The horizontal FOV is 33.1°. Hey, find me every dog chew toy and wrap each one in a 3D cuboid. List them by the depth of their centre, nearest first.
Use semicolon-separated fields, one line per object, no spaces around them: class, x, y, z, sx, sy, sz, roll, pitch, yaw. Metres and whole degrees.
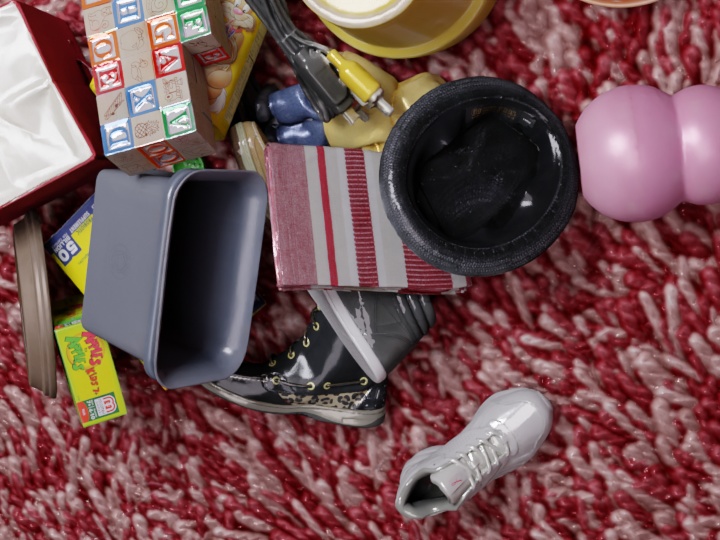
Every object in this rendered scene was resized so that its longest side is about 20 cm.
dog chew toy;0.297;-0.112;1.093;0.198;0.125;0.126;-7;102;11

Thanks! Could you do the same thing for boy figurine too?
boy figurine;-0.004;-0.163;1.194;0.198;0.065;0.125;-6;119;17

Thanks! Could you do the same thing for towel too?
towel;0.007;-0.048;1.156;0.023;0.198;0.146;139;129;-59

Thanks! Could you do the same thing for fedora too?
fedora;0.103;-0.080;1.140;0.198;0.092;0.203;3;77;-13

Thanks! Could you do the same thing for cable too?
cable;-0.050;-0.209;1.112;0.050;0.097;0.201;-42;103;-18

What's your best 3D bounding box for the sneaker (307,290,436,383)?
sneaker;0.000;0.000;1.185;0.099;0.071;0.201;-34;98;-13

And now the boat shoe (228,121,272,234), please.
boat shoe;-0.065;-0.076;1.213;0.075;0.072;0.201;-20;133;7

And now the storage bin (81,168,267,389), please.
storage bin;-0.180;-0.009;1.153;0.133;0.145;0.202;17;103;35

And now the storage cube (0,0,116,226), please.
storage cube;-0.358;-0.152;1.224;0.199;0.180;0.172;-26;95;3

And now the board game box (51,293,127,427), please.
board game box;-0.294;0.090;1.285;0.047;0.200;0.103;-17;101;-15

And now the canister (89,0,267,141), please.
canister;-0.160;-0.240;1.167;0.147;0.087;0.202;17;79;15

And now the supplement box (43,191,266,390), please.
supplement box;-0.215;0.005;1.282;0.109;0.110;0.200;-41;90;22

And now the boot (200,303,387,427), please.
boot;-0.059;0.072;1.265;0.201;0.074;0.155;11;106;-2

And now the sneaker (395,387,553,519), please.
sneaker;0.115;0.198;1.235;0.200;0.099;0.078;-42;90;22

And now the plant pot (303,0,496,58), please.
plant pot;0.022;-0.288;1.091;0.199;0.189;0.203;5;106;17

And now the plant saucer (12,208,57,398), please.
plant saucer;-0.345;0.036;1.281;0.029;0.200;0.202;-7;104;-17

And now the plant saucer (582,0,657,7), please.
plant saucer;0.239;-0.341;1.095;0.198;0.032;0.203;5;106;16

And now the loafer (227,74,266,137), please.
loafer;-0.165;-0.215;1.234;0.072;0.063;0.200;-39;90;22

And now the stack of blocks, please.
stack of blocks;-0.180;-0.199;1.086;0.114;0.059;0.202;-14;73;9

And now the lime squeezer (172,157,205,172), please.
lime squeezer;-0.197;-0.110;1.256;0.037;0.071;0.200;-12;135;32
